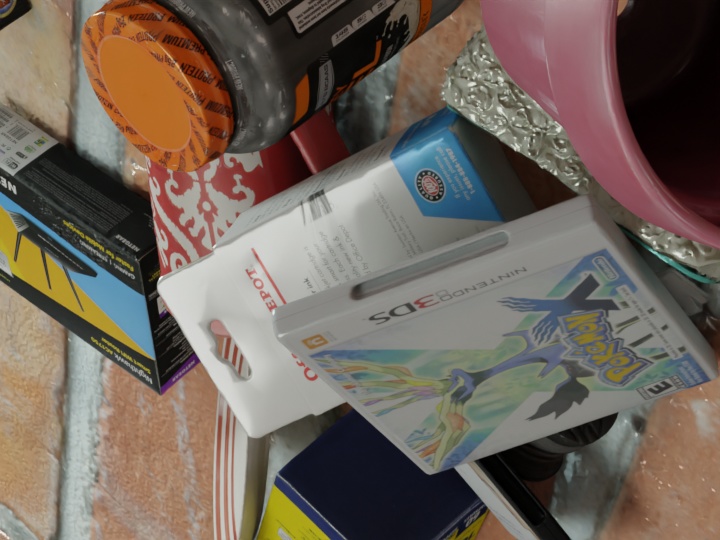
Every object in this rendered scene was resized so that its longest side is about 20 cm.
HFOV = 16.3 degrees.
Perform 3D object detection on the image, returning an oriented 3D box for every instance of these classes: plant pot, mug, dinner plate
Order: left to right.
[{"bbox_3d":[-0.082,0.120,1.742,0.200,0.024,0.201,-176,90,-82],"label":"dinner plate"},{"bbox_3d":[-0.052,-0.075,1.510,0.177,0.134,0.200,7,128,22],"label":"mug"},{"bbox_3d":[0.148,-0.119,1.112,0.179,0.200,0.200,26,145,62],"label":"plant pot"}]

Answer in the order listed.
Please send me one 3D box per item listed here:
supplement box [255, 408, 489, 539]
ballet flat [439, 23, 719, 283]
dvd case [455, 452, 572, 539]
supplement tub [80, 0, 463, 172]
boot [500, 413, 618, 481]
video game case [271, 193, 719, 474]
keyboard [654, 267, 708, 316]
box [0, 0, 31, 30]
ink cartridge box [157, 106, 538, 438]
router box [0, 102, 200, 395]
[{"bbox_3d":[0.002,0.189,1.722,0.109,0.109,0.200,43,150,15],"label":"supplement box"},{"bbox_3d":[0.126,-0.069,1.313,0.200,0.072,0.072,36,147,23],"label":"ballet flat"},{"bbox_3d":[0.062,0.106,1.558,0.200,0.018,0.143,51,174,-17],"label":"dvd case"},{"bbox_3d":[-0.043,-0.143,1.323,0.122,0.200,0.123,36,148,27],"label":"supplement tub"},{"bbox_3d":[0.065,0.040,1.517,0.200,0.070,0.132,57,160,4],"label":"boot"},{"bbox_3d":[0.077,0.040,1.343,0.200,0.182,0.022,45,-150,-53],"label":"video game case"},{"bbox_3d":[0.093,0.044,1.387,0.056,0.200,0.011,37,-144,-51],"label":"keyboard"},{"bbox_3d":[-0.332,-0.245,1.777,0.200,0.044,0.161,8,129,51],"label":"box"},{"bbox_3d":[0.000,0.000,1.411,0.200,0.067,0.116,-26,103,21],"label":"ink cartridge box"},{"bbox_3d":[-0.207,-0.016,1.843,0.200,0.051,0.149,33,147,30],"label":"router box"}]
